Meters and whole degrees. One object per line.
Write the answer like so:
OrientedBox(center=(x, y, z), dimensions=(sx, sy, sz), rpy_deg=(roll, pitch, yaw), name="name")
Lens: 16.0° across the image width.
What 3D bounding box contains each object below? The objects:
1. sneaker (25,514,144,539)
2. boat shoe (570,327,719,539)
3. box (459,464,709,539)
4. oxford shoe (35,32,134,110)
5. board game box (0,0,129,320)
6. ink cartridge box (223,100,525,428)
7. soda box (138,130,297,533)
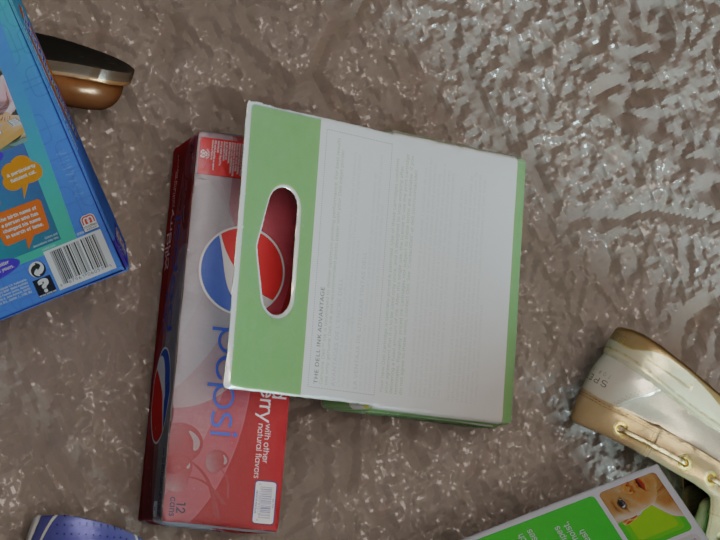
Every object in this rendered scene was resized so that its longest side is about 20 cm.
OrientedBox(center=(-0.135, 0.224, 1.264), dimensions=(0.080, 0.115, 0.201), rpy_deg=(10, 82, -15), name="sneaker")
OrientedBox(center=(0.197, 0.115, 1.395), dimensions=(0.200, 0.074, 0.069), rpy_deg=(39, 88, -8), name="boat shoe")
OrientedBox(center=(0.118, 0.225, 1.295), dimensions=(0.175, 0.097, 0.200), rpy_deg=(-18, 49, -16), name="box")
OrientedBox(center=(-0.215, -0.090, 1.305), dimensions=(0.198, 0.071, 0.072), rpy_deg=(1, 104, -10), name="oxford shoe")
OrientedBox(center=(-0.220, -0.066, 1.253), dimensions=(0.151, 0.045, 0.201), rpy_deg=(-21, 111, 0), name="board game box")
OrientedBox(center=(0.000, 0.000, 1.316), dimensions=(0.199, 0.048, 0.147), rpy_deg=(9, 82, -40), name="ink cartridge box")
OrientedBox(center=(-0.070, 0.033, 1.323), dimensions=(0.063, 0.070, 0.202), rpy_deg=(7, 83, -14), name="soda box")
